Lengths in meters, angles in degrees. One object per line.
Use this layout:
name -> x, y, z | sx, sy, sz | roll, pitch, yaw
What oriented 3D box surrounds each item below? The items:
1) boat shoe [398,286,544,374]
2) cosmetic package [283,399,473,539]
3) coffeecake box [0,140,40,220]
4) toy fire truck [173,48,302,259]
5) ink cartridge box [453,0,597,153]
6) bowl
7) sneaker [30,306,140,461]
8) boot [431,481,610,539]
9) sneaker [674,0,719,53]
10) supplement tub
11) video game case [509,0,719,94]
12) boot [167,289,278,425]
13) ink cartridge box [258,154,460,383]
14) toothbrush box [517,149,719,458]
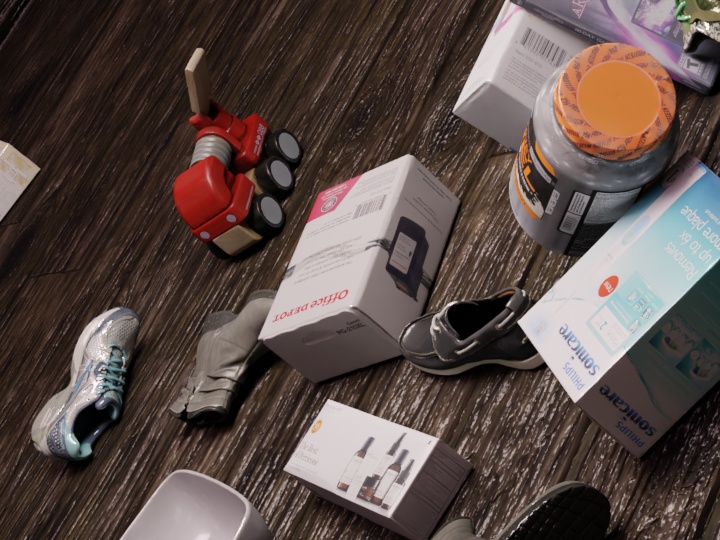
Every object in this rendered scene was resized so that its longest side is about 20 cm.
boat shoe -> 0.096, 0.049, 1.612 | 0.200, 0.068, 0.072 | -8, 49, 55
cosmetic package -> 0.011, 0.175, 1.596 | 0.083, 0.051, 0.200 | -55, 27, -13
coffeecake box -> -0.627, -0.115, 2.914 | 0.200, 0.073, 0.153 | -54, 27, -8
toy fire truck -> -0.169, -0.143, 2.111 | 0.128, 0.200, 0.177 | -29, 33, 36
ink cartridge box -> 0.197, -0.201, 1.680 | 0.201, 0.144, 0.085 | -63, 11, -25
bowl -> -0.167, 0.299, 1.682 | 0.200, 0.075, 0.199 | -55, 27, -13
sneaker -> -0.304, 0.139, 2.117 | 0.086, 0.078, 0.201 | 12, 71, 47
boot -> 0.095, 0.220, 1.384 | 0.200, 0.068, 0.131 | -48, 23, 4
sneaker -> 0.303, -0.240, 1.596 | 0.089, 0.077, 0.200 | -52, 54, 17
supplement tub -> 0.196, -0.101, 1.497 | 0.123, 0.122, 0.200 | -61, -7, -21
video game case -> 0.253, -0.260, 1.646 | 0.019, 0.199, 0.143 | 113, -177, -64
boot -> -0.126, 0.101, 1.900 | 0.200, 0.068, 0.131 | -24, 41, 54
ink cartridge box -> 0.000, 0.000, 1.799 | 0.144, 0.084, 0.201 | -21, 37, 44
toothbrush box -> 0.238, 0.024, 1.406 | 0.200, 0.085, 0.147 | -46, 26, 10
